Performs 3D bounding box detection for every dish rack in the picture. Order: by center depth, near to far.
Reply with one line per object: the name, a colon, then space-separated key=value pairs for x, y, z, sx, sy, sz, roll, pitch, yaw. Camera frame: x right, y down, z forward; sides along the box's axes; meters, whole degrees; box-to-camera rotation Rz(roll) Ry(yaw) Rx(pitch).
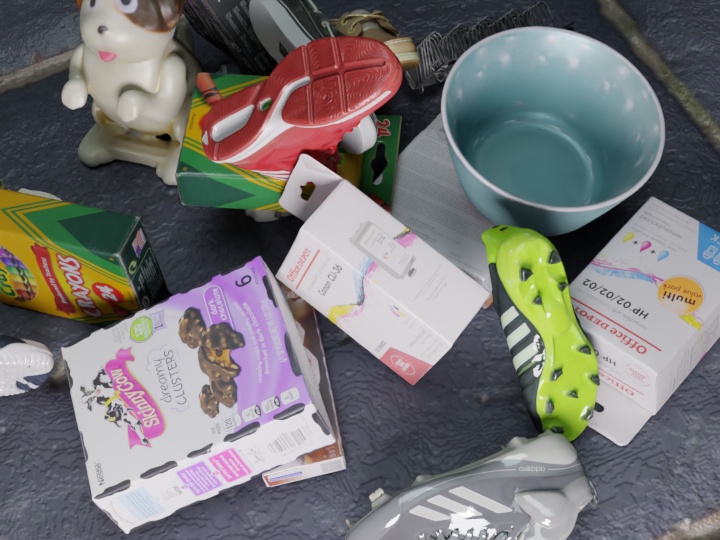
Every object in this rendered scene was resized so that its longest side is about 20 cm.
dish rack: x=0.123 y=-0.224 z=1.348 sx=0.153 sy=0.200 sz=0.055 roll=-18 pitch=94 yaw=-6

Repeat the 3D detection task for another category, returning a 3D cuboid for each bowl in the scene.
bowl: x=0.165 y=-0.111 z=1.233 sx=0.200 sy=0.105 sz=0.201 roll=3 pitch=59 yaw=-4

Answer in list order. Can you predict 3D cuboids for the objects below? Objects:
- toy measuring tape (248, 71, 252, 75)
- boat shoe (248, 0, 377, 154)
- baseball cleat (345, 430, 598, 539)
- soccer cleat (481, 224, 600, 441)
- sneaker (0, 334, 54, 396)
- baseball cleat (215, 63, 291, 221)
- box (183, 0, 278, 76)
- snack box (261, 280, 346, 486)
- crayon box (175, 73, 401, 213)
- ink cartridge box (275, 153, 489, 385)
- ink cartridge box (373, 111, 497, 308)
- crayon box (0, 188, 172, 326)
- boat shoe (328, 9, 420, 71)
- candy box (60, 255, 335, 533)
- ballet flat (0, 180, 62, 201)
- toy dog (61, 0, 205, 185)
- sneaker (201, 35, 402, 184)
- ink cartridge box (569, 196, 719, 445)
toy measuring tape: x=-0.094 y=-0.241 z=1.462 sx=0.073 sy=0.074 sz=0.200 roll=-23 pitch=37 yaw=-9
boat shoe: x=-0.030 y=-0.192 z=1.253 sx=0.064 sy=0.071 sz=0.200 roll=-24 pitch=62 yaw=-20
baseball cleat: x=0.092 y=0.201 z=1.079 sx=0.200 sy=0.070 sz=0.107 roll=-25 pitch=62 yaw=-5
soccer cleat: x=0.148 y=0.051 z=1.132 sx=0.067 sy=0.200 sz=0.081 roll=-23 pitch=26 yaw=-16
sneaker: x=-0.373 y=0.044 z=1.269 sx=0.199 sy=0.080 sz=0.130 roll=-4 pitch=60 yaw=18
baseball cleat: x=-0.089 y=-0.132 z=1.381 sx=0.106 sy=0.070 sz=0.200 roll=-9 pitch=59 yaw=-11
box: x=-0.161 y=-0.290 z=1.341 sx=0.044 sy=0.200 sz=0.160 roll=-42 pitch=44 yaw=-7
snack box: x=-0.065 y=0.095 z=1.219 sx=0.072 sy=0.024 sz=0.200 roll=-14 pitch=52 yaw=1
crayon box: x=-0.065 y=-0.120 z=1.289 sx=0.199 sy=0.051 sz=0.127 roll=3 pitch=56 yaw=4
ink cartridge box: x=0.000 y=0.000 z=1.179 sx=0.200 sy=0.117 sz=0.068 roll=38 pitch=64 yaw=2
ink cartridge box: x=0.106 y=-0.073 z=1.315 sx=0.162 sy=0.050 sz=0.200 roll=27 pitch=56 yaw=26
crayon box: x=-0.287 y=-0.011 z=1.271 sx=0.200 sy=0.127 sz=0.051 roll=11 pitch=55 yaw=18
boat shoe: x=-0.001 y=-0.228 z=1.364 sx=0.074 sy=0.067 sz=0.200 roll=-10 pitch=11 yaw=-22
candy box: x=-0.143 y=0.106 z=1.173 sx=0.200 sy=0.072 sz=0.168 roll=-25 pitch=52 yaw=2
ballet flat: x=-0.333 y=-0.055 z=1.342 sx=0.200 sy=0.075 sz=0.068 roll=12 pitch=56 yaw=17
toy dog: x=-0.215 y=-0.212 z=1.366 sx=0.139 sy=0.200 sz=0.194 roll=22 pitch=59 yaw=22
sneaker: x=-0.029 y=-0.134 z=1.169 sx=0.200 sy=0.115 sz=0.079 roll=-15 pitch=71 yaw=32
ink cartridge box: x=0.243 y=0.042 z=1.187 sx=0.115 sy=0.068 sz=0.200 roll=32 pitch=64 yaw=28
